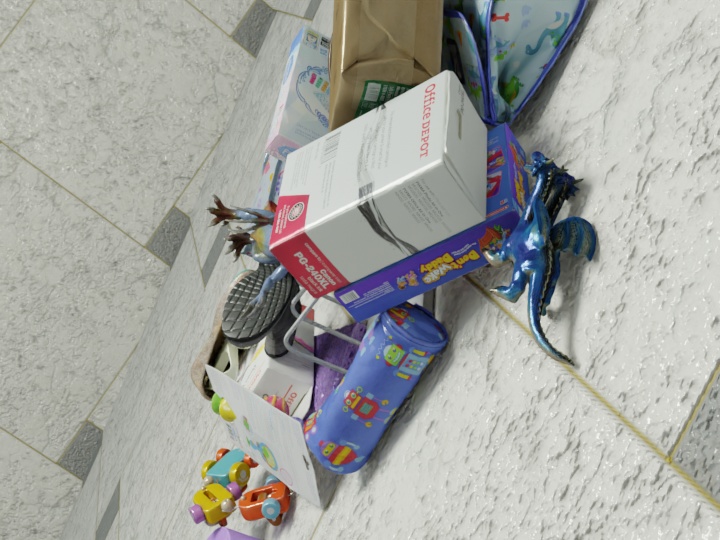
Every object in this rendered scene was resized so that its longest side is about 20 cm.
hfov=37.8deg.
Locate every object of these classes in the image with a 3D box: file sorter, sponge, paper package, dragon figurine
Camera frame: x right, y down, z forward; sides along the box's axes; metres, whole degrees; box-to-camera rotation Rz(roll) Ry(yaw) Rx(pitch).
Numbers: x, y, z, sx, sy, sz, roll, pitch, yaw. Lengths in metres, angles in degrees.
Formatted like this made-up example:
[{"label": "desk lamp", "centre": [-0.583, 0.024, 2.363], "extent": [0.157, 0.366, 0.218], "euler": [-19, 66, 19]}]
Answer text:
[{"label": "file sorter", "centre": [0.000, 0.000, 1.192], "extent": [0.139, 0.123, 0.202], "euler": [-50, 24, 42]}, {"label": "sponge", "centre": [-0.046, 0.132, 1.323], "extent": [0.200, 0.029, 0.113], "euler": [-26, 44, 67]}, {"label": "paper package", "centre": [0.024, -0.249, 1.112], "extent": [0.200, 0.101, 0.195], "euler": [119, 154, -77]}, {"label": "dragon figurine", "centre": [0.153, -0.020, 0.863], "extent": [0.100, 0.058, 0.201], "euler": [-57, 18, 29]}]

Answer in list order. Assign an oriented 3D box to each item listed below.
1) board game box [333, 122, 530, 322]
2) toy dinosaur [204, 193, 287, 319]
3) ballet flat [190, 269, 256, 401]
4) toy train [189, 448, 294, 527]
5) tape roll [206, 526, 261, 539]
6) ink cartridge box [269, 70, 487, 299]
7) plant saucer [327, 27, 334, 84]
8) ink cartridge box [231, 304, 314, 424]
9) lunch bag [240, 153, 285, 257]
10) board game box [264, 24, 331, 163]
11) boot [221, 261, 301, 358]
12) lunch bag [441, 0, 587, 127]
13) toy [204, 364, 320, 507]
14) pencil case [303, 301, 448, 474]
[{"label": "board game box", "centre": [0.070, -0.047, 1.027], "extent": [0.198, 0.045, 0.136], "euler": [-25, 36, 25]}, {"label": "toy dinosaur", "centre": [-0.088, -0.045, 1.147], "extent": [0.179, 0.107, 0.200], "euler": [7, 37, 35]}, {"label": "ballet flat", "centre": [-0.166, 0.093, 1.383], "extent": [0.202, 0.067, 0.068], "euler": [-64, 33, 30]}, {"label": "toy train", "centre": [-0.141, 0.283, 1.354], "extent": [0.148, 0.057, 0.200], "euler": [-19, 18, 2]}, {"label": "tape roll", "centre": [-0.173, 0.423, 1.283], "extent": [0.201, 0.065, 0.202], "euler": [-55, 22, 34]}, {"label": "ink cartridge box", "centre": [0.020, -0.081, 0.998], "extent": [0.198, 0.084, 0.147], "euler": [-24, 36, 26]}, {"label": "plant saucer", "centre": [0.028, -0.246, 1.288], "extent": [0.036, 0.199, 0.204], "euler": [3, 69, 48]}, {"label": "ink cartridge box", "centre": [-0.112, 0.138, 1.351], "extent": [0.117, 0.067, 0.201], "euler": [-58, 18, 28]}, {"label": "lunch bag", "centre": [-0.051, -0.096, 1.390], "extent": [0.127, 0.167, 0.204], "euler": [142, 144, -62]}, {"label": "board game box", "centre": [-0.010, -0.187, 1.325], "extent": [0.043, 0.197, 0.202], "euler": [-45, 27, 45]}, {"label": "boot", "centre": [-0.104, 0.056, 1.242], "extent": [0.201, 0.068, 0.134], "euler": [-64, -21, -49]}, {"label": "lunch bag", "centre": [0.145, -0.259, 1.097], "extent": [0.170, 0.125, 0.204], "euler": [-124, 47, -71]}, {"label": "toy", "centre": [-0.104, 0.181, 1.230], "extent": [0.198, 0.047, 0.117], "euler": [20, 131, 45]}, {"label": "pencil case", "centre": [0.013, 0.118, 1.083], "extent": [0.202, 0.077, 0.087], "euler": [-58, -1, 28]}]
